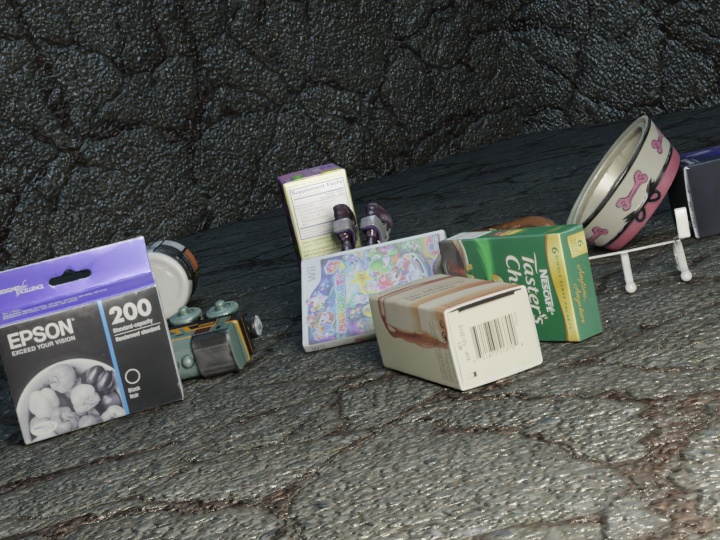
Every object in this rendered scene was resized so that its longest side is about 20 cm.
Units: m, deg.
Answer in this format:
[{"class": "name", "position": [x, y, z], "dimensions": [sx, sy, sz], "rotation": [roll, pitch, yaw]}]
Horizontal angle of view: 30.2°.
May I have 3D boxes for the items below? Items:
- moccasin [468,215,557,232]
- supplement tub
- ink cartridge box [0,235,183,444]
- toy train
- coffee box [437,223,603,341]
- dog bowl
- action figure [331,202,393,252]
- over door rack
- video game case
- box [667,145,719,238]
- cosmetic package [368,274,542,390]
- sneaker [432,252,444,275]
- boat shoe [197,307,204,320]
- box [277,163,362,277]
[{"class": "moccasin", "position": [0.211, -0.036, 1.955], "dimensions": [0.200, 0.074, 0.077], "rotation": [0, 24, 46]}, {"class": "supplement tub", "position": [-0.347, 0.014, 2.337], "dimensions": [0.121, 0.124, 0.200], "rotation": [-13, 7, 0]}, {"class": "ink cartridge box", "position": [-0.324, 0.081, 1.572], "dimensions": [0.196, 0.203, 0.043], "rotation": [-15, 11, -13]}, {"class": "toy train", "position": [-0.226, 0.100, 1.733], "dimensions": [0.197, 0.086, 0.114], "rotation": [-12, 18, 13]}, {"class": "coffee box", "position": [0.174, 0.015, 1.490], "dimensions": [0.044, 0.125, 0.199], "rotation": [-17, 11, -37]}, {"class": "dog bowl", "position": [0.377, -0.116, 1.896], "dimensions": [0.201, 0.073, 0.200], "rotation": [-56, 4, 6]}, {"class": "action figure", "position": [0.000, 0.000, 1.813], "dimensions": [0.128, 0.070, 0.202], "rotation": [-8, 51, 17]}, {"class": "over door rack", "position": [0.313, -0.011, 1.573], "dimensions": [0.146, 0.068, 0.200], "rotation": [-12, -13, 10]}, {"class": "video game case", "position": [0.020, 0.026, 1.726], "dimensions": [0.197, 0.018, 0.145], "rotation": [-12, 50, 10]}, {"class": "box", "position": [0.545, -0.124, 1.890], "dimensions": [0.197, 0.106, 0.148], "rotation": [-12, 9, 3]}, {"class": "cosmetic package", "position": [0.097, 0.061, 1.423], "dimensions": [0.102, 0.088, 0.200], "rotation": [-18, 9, -22]}, {"class": "sneaker", "position": [0.182, 0.012, 1.693], "dimensions": [0.199, 0.081, 0.089], "rotation": [3, 36, -45]}, {"class": "boat shoe", "position": [-0.303, 0.107, 1.839], "dimensions": [0.198, 0.069, 0.072], "rotation": [-18, 11, -18]}, {"class": "box", "position": [-0.055, -0.051, 2.032], "dimensions": [0.095, 0.203, 0.176], "rotation": [-13, 9, -5]}]
